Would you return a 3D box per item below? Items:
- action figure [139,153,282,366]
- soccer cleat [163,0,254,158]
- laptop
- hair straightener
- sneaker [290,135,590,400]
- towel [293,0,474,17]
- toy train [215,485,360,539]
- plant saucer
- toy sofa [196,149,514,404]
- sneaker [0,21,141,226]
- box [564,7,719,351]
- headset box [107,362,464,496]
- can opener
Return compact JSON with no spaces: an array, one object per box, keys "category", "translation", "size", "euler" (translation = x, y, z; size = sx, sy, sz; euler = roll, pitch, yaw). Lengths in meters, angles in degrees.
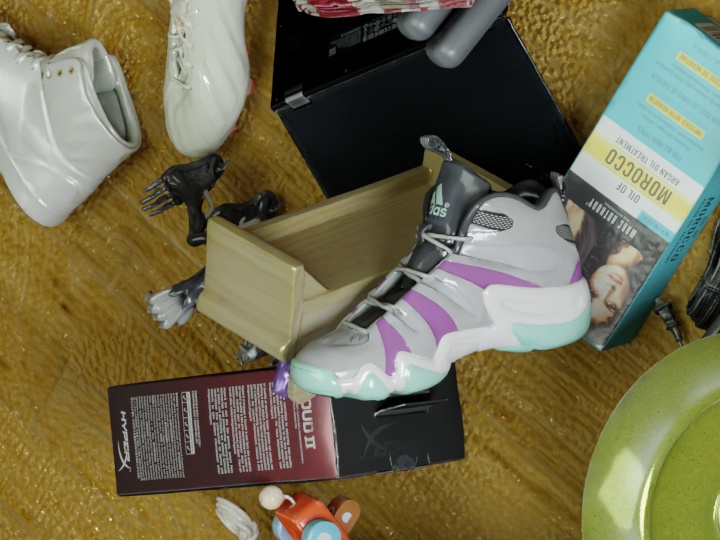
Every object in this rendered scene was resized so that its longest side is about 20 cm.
[{"category":"action figure","translation":[-0.074,0.013,1.823],"size":[0.102,0.119,0.200],"euler":[-45,39,10]},{"category":"soccer cleat","translation":[-0.105,-0.174,1.885],"size":[0.069,0.078,0.200],"euler":[22,104,32]},{"category":"laptop","translation":[0.049,-0.132,1.819],"size":[0.187,0.116,0.200],"euler":[-20,54,33]},{"category":"hair straightener","translation":[0.207,0.032,1.699],"size":[0.077,0.041,0.200],"euler":[34,110,28]},{"category":"sneaker","translation":[0.040,-0.009,1.649],"size":[0.078,0.200,0.140],"euler":[16,119,56]},{"category":"towel","translation":[0.045,-0.219,1.719],"size":[0.144,0.023,0.200],"euler":[-57,27,-16]},{"category":"toy train","translation":[-0.020,0.180,1.795],"size":[0.150,0.056,0.200],"euler":[53,166,-11]},{"category":"plant saucer","translation":[0.221,0.136,1.606],"size":[0.031,0.200,0.200],"euler":[-163,77,-64]},{"category":"toy sofa","translation":[0.000,0.000,1.722],"size":[0.083,0.200,0.098],"euler":[30,128,38]},{"category":"sneaker","translation":[-0.229,-0.145,1.980],"size":[0.116,0.074,0.200],"euler":[-37,81,28]},{"category":"box","translation":[0.175,-0.055,1.708],"size":[0.082,0.049,0.200],"euler":[37,112,19]},{"category":"headset box","translation":[-0.039,0.098,1.806],"size":[0.200,0.149,0.075],"euler":[-7,87,35]},{"category":"can opener","translation":[0.095,-0.212,1.720],"size":[0.200,0.053,0.066],"euler":[-54,20,-11]}]
